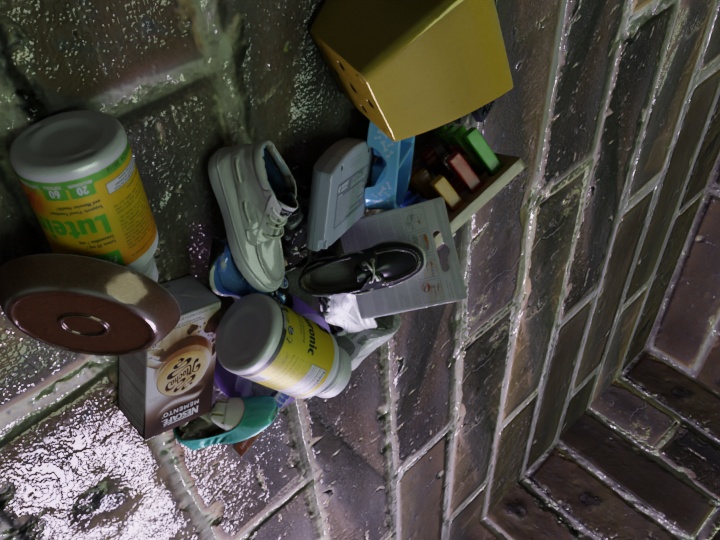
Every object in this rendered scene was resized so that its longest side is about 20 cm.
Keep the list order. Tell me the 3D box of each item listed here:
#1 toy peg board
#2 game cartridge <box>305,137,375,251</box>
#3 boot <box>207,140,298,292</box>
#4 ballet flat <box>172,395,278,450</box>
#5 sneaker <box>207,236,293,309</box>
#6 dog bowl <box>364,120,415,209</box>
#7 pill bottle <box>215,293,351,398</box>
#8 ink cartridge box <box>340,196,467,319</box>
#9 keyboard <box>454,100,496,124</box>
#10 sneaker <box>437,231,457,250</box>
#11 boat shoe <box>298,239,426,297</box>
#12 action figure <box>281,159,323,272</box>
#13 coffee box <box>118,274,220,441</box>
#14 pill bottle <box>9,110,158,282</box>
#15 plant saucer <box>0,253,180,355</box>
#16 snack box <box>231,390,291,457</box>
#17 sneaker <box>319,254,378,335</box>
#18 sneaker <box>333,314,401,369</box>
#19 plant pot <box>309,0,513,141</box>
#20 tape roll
[{"bbox_3d":[0.133,-0.153,1.121,0.199,0.200,0.098,-42,109,-1],"label":"toy peg board"},{"bbox_3d":[-0.026,-0.122,0.984,0.200,0.040,0.134,-48,153,-62],"label":"game cartridge"},{"bbox_3d":[-0.121,-0.066,0.864,0.074,0.095,0.201,-45,122,-50],"label":"boot"},{"bbox_3d":[-0.218,0.231,1.034,0.199,0.068,0.070,-24,137,31],"label":"ballet flat"},{"bbox_3d":[-0.150,0.010,0.957,0.200,0.089,0.079,56,32,-61],"label":"sneaker"},{"bbox_3d":[0.049,-0.182,1.047,0.112,0.049,0.201,-60,160,-47],"label":"dog bowl"},{"bbox_3d":[-0.100,0.117,0.954,0.112,0.111,0.200,-54,139,0],"label":"pill bottle"},{"bbox_3d":[0.070,-0.018,1.064,0.047,0.199,0.161,-16,92,-57],"label":"ink cartridge box"},{"bbox_3d":[0.186,-0.318,1.165,0.127,0.021,0.200,-54,146,-1],"label":"keyboard"},{"bbox_3d":[0.092,-0.025,1.273,0.199,0.076,0.116,-24,142,-23],"label":"sneaker"},{"bbox_3d":[0.000,0.000,1.024,0.060,0.199,0.074,-44,126,-67],"label":"boat shoe"},{"bbox_3d":[-0.098,-0.064,0.995,0.130,0.069,0.200,-44,161,-27],"label":"action figure"},{"bbox_3d":[-0.267,0.121,0.935,0.113,0.080,0.201,-20,134,-41],"label":"coffee box"},{"bbox_3d":[-0.283,-0.058,0.726,0.111,0.111,0.201,-34,142,-28],"label":"pill bottle"},{"bbox_3d":[-0.302,0.049,0.746,0.199,0.035,0.201,0,148,0],"label":"plant saucer"},{"bbox_3d":[-0.132,0.207,1.081,0.200,0.024,0.072,-50,-176,-6],"label":"snack box"},{"bbox_3d":[-0.035,0.053,1.175,0.087,0.075,0.200,-26,134,1],"label":"sneaker"},{"bbox_3d":[-0.005,0.138,1.300,0.199,0.078,0.100,-30,157,-33],"label":"sneaker"},{"bbox_3d":[0.055,-0.294,0.881,0.176,0.200,0.200,-39,146,-2],"label":"plant pot"},{"bbox_3d":[-0.144,0.141,1.121,0.200,0.066,0.201,-33,142,-30],"label":"tape roll"}]
